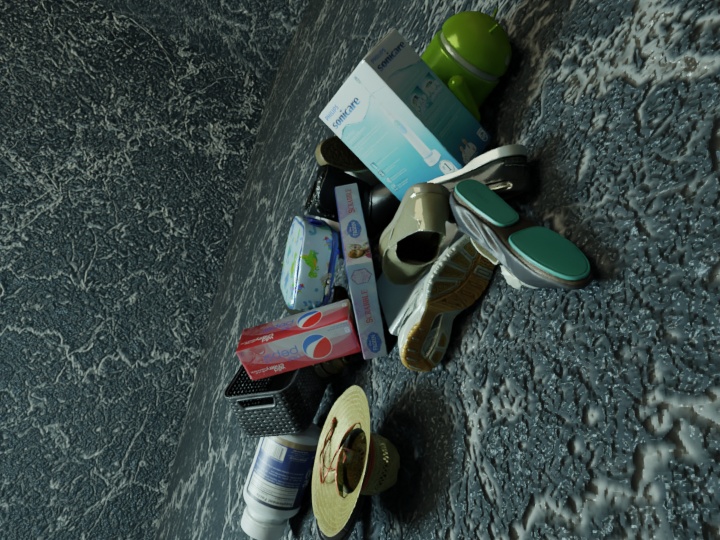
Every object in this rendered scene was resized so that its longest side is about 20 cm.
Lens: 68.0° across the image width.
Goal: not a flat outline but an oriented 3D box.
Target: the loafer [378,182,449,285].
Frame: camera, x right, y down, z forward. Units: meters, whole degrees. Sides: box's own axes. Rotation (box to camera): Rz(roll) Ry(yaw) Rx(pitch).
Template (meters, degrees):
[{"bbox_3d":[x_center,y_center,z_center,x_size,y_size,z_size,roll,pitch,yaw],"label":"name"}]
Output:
[{"bbox_3d":[0.066,-0.031,0.703,0.201,0.074,0.069,103,173,-57],"label":"loafer"}]

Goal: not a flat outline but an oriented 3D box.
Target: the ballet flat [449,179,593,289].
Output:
[{"bbox_3d":[0.166,-0.026,0.577,0.200,0.072,0.074,49,120,42],"label":"ballet flat"}]

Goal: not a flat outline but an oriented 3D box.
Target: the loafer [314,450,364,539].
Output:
[{"bbox_3d":[-0.028,0.314,0.810,0.063,0.071,0.202,90,-176,-51],"label":"loafer"}]

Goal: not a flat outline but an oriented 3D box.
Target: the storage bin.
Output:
[{"bbox_3d":[-0.138,0.193,0.964,0.133,0.095,0.201,-12,24,20],"label":"storage bin"}]

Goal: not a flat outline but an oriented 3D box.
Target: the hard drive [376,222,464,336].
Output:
[{"bbox_3d":[0.089,-0.017,0.819,0.202,0.026,0.133,-61,24,27],"label":"hard drive"}]

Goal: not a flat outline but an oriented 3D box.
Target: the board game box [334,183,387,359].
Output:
[{"bbox_3d":[0.000,0.000,0.857,0.201,0.040,0.201,-99,-1,-49],"label":"board game box"}]

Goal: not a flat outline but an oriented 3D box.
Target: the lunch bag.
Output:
[{"bbox_3d":[-0.096,-0.018,0.996,0.200,0.081,0.163,-140,59,-72],"label":"lunch bag"}]

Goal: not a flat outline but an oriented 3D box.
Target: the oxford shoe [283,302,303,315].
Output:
[{"bbox_3d":[-0.121,0.079,1.229,0.071,0.071,0.199,-50,12,-25],"label":"oxford shoe"}]

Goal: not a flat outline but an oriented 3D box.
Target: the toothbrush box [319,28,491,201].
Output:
[{"bbox_3d":[0.059,-0.204,0.755,0.086,0.200,0.146,-53,12,-29],"label":"toothbrush box"}]

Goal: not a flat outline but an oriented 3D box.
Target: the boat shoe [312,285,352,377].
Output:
[{"bbox_3d":[-0.034,0.104,0.985,0.067,0.072,0.202,-24,40,27],"label":"boat shoe"}]

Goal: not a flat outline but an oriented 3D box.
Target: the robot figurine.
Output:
[{"bbox_3d":[0.139,-0.287,0.789,0.200,0.115,0.177,-51,17,41],"label":"robot figurine"}]

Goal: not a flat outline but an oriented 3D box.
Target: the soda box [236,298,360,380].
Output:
[{"bbox_3d":[-0.101,0.116,0.890,0.197,0.071,0.064,-17,29,9],"label":"soda box"}]

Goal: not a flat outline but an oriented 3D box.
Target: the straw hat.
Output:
[{"bbox_3d":[0.007,0.259,0.722,0.201,0.084,0.204,-161,90,-73],"label":"straw hat"}]

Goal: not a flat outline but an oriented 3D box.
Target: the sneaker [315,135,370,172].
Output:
[{"bbox_3d":[-0.014,-0.212,1.012,0.089,0.198,0.068,-19,89,53],"label":"sneaker"}]

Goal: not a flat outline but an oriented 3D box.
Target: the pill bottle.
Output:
[{"bbox_3d":[-0.147,0.374,0.970,0.111,0.110,0.203,20,92,68],"label":"pill bottle"}]

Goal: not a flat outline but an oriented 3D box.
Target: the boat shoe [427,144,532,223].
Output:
[{"bbox_3d":[0.131,-0.093,0.689,0.199,0.075,0.061,-27,68,53],"label":"boat shoe"}]

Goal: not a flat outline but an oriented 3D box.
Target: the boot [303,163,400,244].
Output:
[{"bbox_3d":[0.007,-0.138,0.919,0.200,0.166,0.077,-48,27,45],"label":"boot"}]

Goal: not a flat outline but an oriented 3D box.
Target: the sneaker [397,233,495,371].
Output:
[{"bbox_3d":[0.100,0.029,0.695,0.202,0.075,0.088,-61,17,17],"label":"sneaker"}]

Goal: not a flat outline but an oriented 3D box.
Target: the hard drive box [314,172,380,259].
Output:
[{"bbox_3d":[-0.020,-0.126,1.106,0.158,0.076,0.200,-66,23,16],"label":"hard drive box"}]
